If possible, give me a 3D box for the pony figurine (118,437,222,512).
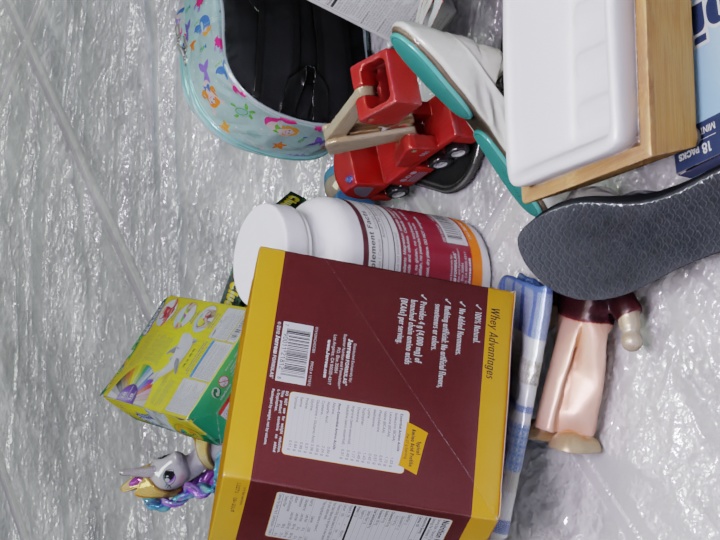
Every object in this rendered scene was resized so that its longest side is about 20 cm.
[{"bbox_3d":[-0.101,0.164,1.620,0.200,0.193,0.167,-39,54,22],"label":"pony figurine"}]

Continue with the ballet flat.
[{"bbox_3d":[0.103,-0.132,1.372,0.069,0.200,0.069,-37,17,13],"label":"ballet flat"}]

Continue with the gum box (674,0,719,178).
[{"bbox_3d":[0.281,-0.183,1.222,0.170,0.045,0.200,-28,60,51],"label":"gum box"}]

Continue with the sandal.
[{"bbox_3d":[0.210,-0.029,1.259,0.200,0.043,0.076,-13,102,28],"label":"sandal"}]

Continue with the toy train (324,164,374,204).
[{"bbox_3d":[-0.041,-0.003,1.646,0.200,0.085,0.116,124,155,-44],"label":"toy train"}]

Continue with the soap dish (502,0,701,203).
[{"bbox_3d":[0.173,-0.159,1.273,0.157,0.081,0.200,-21,66,60],"label":"soap dish"}]

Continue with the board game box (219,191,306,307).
[{"bbox_3d":[-0.108,0.028,1.664,0.023,0.105,0.200,28,120,12],"label":"board game box"}]

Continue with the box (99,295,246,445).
[{"bbox_3d":[-0.154,0.085,1.558,0.200,0.048,0.117,9,62,57],"label":"box"}]

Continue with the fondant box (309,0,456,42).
[{"bbox_3d":[-0.024,-0.282,1.532,0.058,0.200,0.144,-51,32,25],"label":"fondant box"}]

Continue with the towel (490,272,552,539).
[{"bbox_3d":[0.112,0.103,1.379,0.147,0.024,0.200,-137,57,-83],"label":"towel"}]

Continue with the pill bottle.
[{"bbox_3d":[0.000,0.000,1.462,0.113,0.200,0.113,-18,68,54],"label":"pill bottle"}]

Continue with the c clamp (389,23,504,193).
[{"bbox_3d":[0.070,-0.155,1.554,0.200,0.027,0.171,11,98,55],"label":"c clamp"}]

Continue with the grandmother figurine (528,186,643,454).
[{"bbox_3d":[0.171,0.036,1.333,0.121,0.061,0.200,13,97,47],"label":"grandmother figurine"}]

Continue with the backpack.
[{"bbox_3d":[-0.082,-0.200,1.646,0.151,0.177,0.200,-43,48,45],"label":"backpack"}]

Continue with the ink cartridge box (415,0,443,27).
[{"bbox_3d":[0.090,-0.270,1.428,0.162,0.050,0.200,117,164,-71],"label":"ink cartridge box"}]

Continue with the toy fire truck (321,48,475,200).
[{"bbox_3d":[0.020,-0.116,1.477,0.200,0.141,0.049,-32,63,49],"label":"toy fire truck"}]

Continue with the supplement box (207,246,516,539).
[{"bbox_3d":[0.001,0.112,1.328,0.133,0.200,0.197,108,171,-57],"label":"supplement box"}]
